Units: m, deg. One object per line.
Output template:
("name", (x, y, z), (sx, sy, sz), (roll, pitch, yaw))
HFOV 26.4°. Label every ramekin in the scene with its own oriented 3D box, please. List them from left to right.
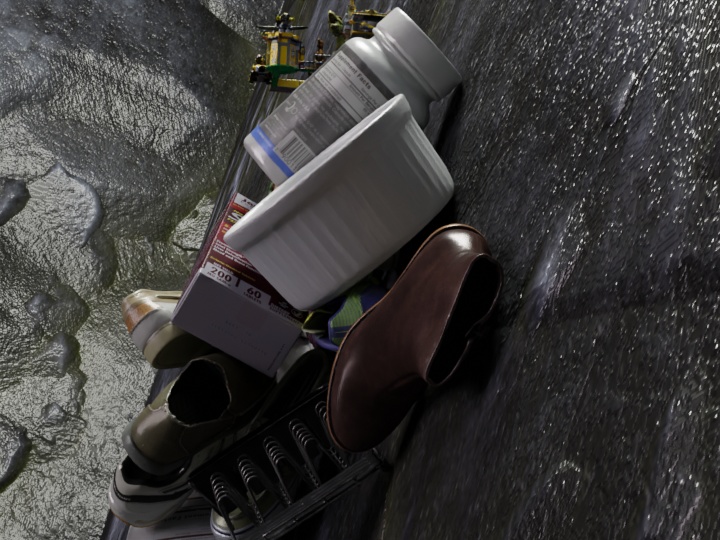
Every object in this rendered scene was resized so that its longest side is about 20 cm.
("ramekin", (-0.013, -0.054, 1.335), (0.200, 0.098, 0.200), (-38, 7, 5))

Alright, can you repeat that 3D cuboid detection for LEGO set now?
("LEGO set", (-0.030, -0.273, 1.794), (0.154, 0.199, 0.116), (90, -178, -81))

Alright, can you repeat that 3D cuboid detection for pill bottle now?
("pill bottle", (-0.005, -0.151, 1.482), (0.200, 0.114, 0.114), (-43, 13, 3))

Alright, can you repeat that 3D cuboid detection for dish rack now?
("dish rack", (-0.060, 0.165, 1.260), (0.153, 0.055, 0.200), (-34, 9, -6))

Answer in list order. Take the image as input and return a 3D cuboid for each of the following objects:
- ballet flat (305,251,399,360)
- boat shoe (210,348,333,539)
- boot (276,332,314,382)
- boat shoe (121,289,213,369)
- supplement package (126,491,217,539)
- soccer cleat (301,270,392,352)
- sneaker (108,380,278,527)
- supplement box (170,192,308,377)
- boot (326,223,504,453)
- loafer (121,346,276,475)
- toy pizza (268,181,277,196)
("ballet flat", (0.000, 0.000, 1.468), (0.201, 0.069, 0.071), (-68, 28, 23))
("boat shoe", (-0.081, 0.157, 1.395), (0.200, 0.072, 0.062), (-59, -34, -30))
("boot", (-0.081, 0.050, 1.555), (0.073, 0.096, 0.200), (-20, 40, 10))
("boat shoe", (-0.152, 0.049, 1.445), (0.075, 0.068, 0.200), (-45, -19, 12))
("supplement package", (-0.151, 0.267, 1.444), (0.200, 0.109, 0.114), (-85, -15, -56))
("soccer cleat", (-0.016, 0.036, 1.352), (0.200, 0.083, 0.065), (-164, 65, -76))
("sneaker", (-0.144, 0.154, 1.407), (0.200, 0.076, 0.088), (-42, -18, -28))
("supplement box", (-0.100, 0.009, 1.428), (0.061, 0.109, 0.200), (-57, 9, 22))
("boot", (0.035, 0.060, 1.110), (0.201, 0.072, 0.166), (-63, 8, 7))
("loafer", (-0.127, 0.110, 1.354), (0.070, 0.075, 0.200), (-46, -2, 38))
("toy pizza", (-0.067, -0.093, 1.814), (0.200, 0.032, 0.201), (17, -90, -73))
